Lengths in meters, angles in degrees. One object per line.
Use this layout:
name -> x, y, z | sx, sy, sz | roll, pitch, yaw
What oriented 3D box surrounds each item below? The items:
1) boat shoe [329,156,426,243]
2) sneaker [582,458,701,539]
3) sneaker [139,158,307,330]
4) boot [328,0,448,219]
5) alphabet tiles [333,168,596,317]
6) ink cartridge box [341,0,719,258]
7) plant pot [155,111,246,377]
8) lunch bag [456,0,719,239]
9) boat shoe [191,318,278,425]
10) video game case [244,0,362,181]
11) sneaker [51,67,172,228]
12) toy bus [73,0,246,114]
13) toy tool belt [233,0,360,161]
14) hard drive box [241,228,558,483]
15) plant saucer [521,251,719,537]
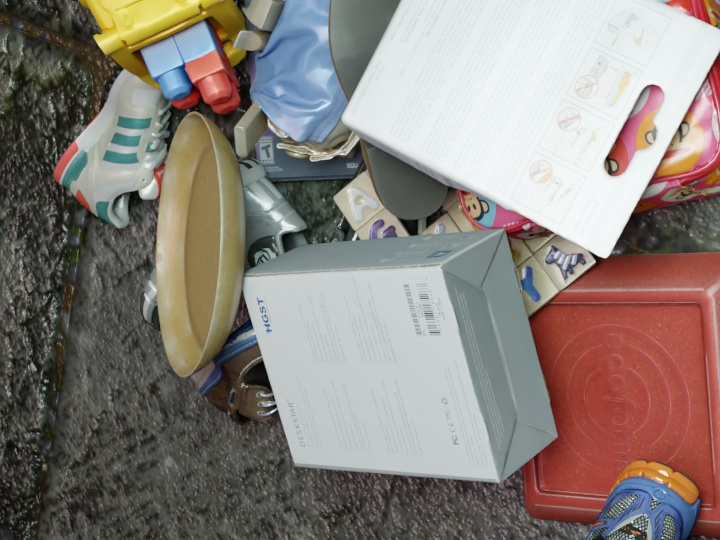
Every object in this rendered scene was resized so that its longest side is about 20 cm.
boat shoe -> 0.000, 0.000, 1.101 | 0.072, 0.067, 0.201 | 27, 115, 27
sneaker -> 0.170, 0.218, 0.979 | 0.075, 0.078, 0.201 | 26, 133, 21
sneaker -> -0.107, 0.011, 1.190 | 0.115, 0.075, 0.200 | 43, 129, 10
boot -> 0.014, -0.138, 0.994 | 0.075, 0.073, 0.201 | -130, 30, -76
alphabet tiles -> 0.097, -0.050, 1.021 | 0.200, 0.008, 0.168 | -40, 71, 16
ink cartridge box -> 0.108, -0.120, 0.909 | 0.199, 0.057, 0.163 | 29, 93, 12
plant pot -> -0.121, -0.020, 1.076 | 0.200, 0.027, 0.202 | -179, 90, -69
lunch bag -> 0.153, -0.123, 0.951 | 0.199, 0.082, 0.177 | -15, 78, 29
boat shoe -> -0.080, 0.080, 1.155 | 0.073, 0.072, 0.200 | 53, 159, 3
video game case -> -0.033, -0.174, 1.136 | 0.142, 0.019, 0.202 | 1, 98, 37
sneaker -> -0.189, -0.118, 1.244 | 0.093, 0.070, 0.200 | 46, 121, 2
toy bus -> -0.145, -0.203, 1.094 | 0.135, 0.200, 0.193 | -25, 84, 4
toy tool belt -> -0.028, -0.178, 1.042 | 0.125, 0.123, 0.201 | 32, 115, 29
hard drive box -> 0.023, 0.059, 0.997 | 0.199, 0.077, 0.157 | -2, 108, 43
plant saucer -> 0.188, 0.090, 0.997 | 0.199, 0.037, 0.201 | -1, 97, 37
